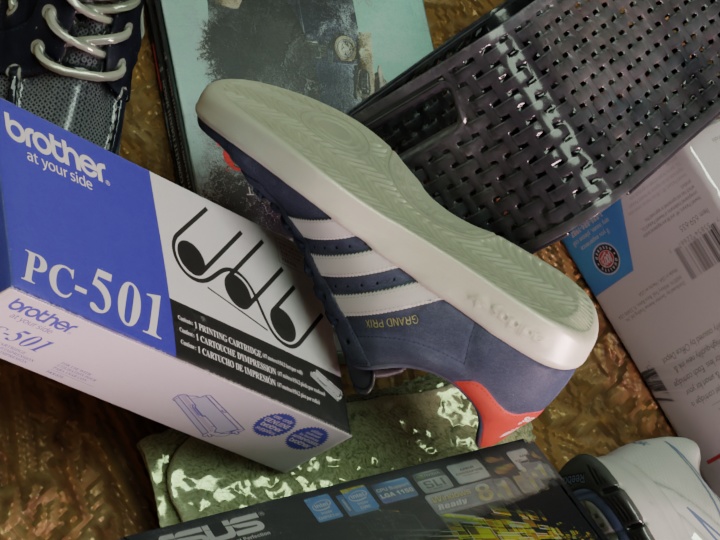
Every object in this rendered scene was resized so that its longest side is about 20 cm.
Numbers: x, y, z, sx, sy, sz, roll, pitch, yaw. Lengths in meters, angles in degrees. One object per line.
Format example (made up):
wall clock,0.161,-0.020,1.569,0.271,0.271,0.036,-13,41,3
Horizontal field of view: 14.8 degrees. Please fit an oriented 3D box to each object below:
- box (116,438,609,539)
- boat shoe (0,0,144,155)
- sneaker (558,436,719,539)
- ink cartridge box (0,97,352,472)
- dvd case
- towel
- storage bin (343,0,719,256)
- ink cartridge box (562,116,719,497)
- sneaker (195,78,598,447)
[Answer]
box,0.020,0.154,1.122,0.200,0.049,0.161,-11,40,-25
boat shoe,-0.127,-0.110,1.218,0.075,0.093,0.200,8,65,-25
sneaker,0.171,0.160,1.275,0.087,0.075,0.200,-24,82,-39
ink cartridge box,-0.089,0.009,1.135,0.200,0.044,0.094,26,43,-44
dvd case,-0.020,-0.053,1.294,0.146,0.022,0.200,-1,70,-29
towel,0.006,0.122,1.222,0.200,0.036,0.148,-10,75,-32
storage bin,0.085,-0.077,1.266,0.094,0.135,0.200,57,42,-4
ink cartridge box,0.193,0.033,1.315,0.067,0.116,0.200,-26,83,-35
sneaker,0.000,0.000,1.176,0.200,0.085,0.075,38,26,13
